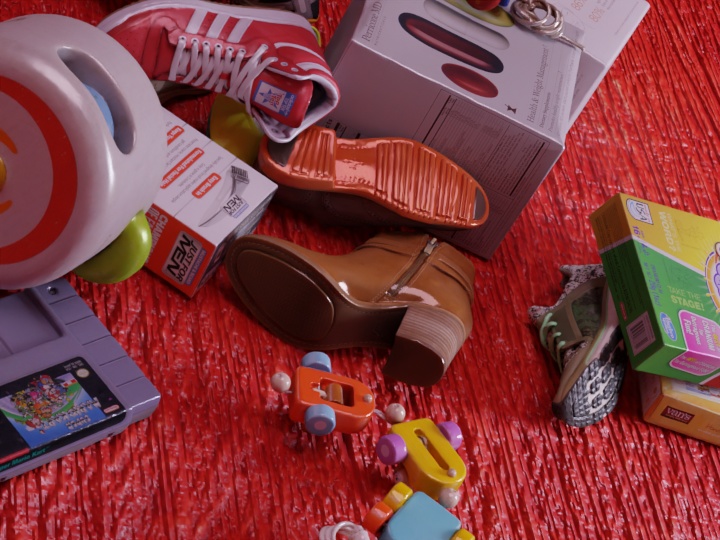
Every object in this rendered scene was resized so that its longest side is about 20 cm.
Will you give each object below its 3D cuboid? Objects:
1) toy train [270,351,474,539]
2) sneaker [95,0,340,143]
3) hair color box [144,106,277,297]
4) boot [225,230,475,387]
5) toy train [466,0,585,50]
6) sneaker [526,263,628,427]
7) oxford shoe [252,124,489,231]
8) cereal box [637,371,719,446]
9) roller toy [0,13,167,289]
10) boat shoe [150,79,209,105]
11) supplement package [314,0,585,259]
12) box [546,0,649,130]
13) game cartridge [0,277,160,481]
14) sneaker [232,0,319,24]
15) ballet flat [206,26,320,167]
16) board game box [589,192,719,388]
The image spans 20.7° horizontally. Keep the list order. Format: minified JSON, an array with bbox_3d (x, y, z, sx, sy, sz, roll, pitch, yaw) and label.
[{"bbox_3d":[0.005,0.153,1.428,0.150,0.056,0.200,12,39,-20],"label":"toy train"},{"bbox_3d":[-0.110,-0.158,1.571,0.200,0.071,0.113,-3,44,-27],"label":"sneaker"},{"bbox_3d":[-0.179,-0.078,1.549,0.200,0.064,0.111,34,37,6],"label":"hair color box"},{"bbox_3d":[0.000,0.000,1.572,0.200,0.077,0.155,23,34,1],"label":"boot"},{"bbox_3d":[0.132,-0.283,1.692,0.200,0.116,0.085,29,35,-3],"label":"toy train"},{"bbox_3d":[0.178,0.058,1.647,0.089,0.077,0.200,6,36,20],"label":"sneaker"},{"bbox_3d":[0.007,-0.068,1.639,0.200,0.073,0.071,16,57,-9],"label":"oxford shoe"},{"bbox_3d":[0.306,0.069,1.720,0.144,0.040,0.200,19,39,-15],"label":"cereal box"},{"bbox_3d":[-0.244,-0.085,1.401,0.200,0.183,0.140,16,20,12],"label":"roller toy"},{"bbox_3d":[-0.153,-0.190,1.683,0.071,0.065,0.200,39,39,10],"label":"boat shoe"},{"bbox_3d":[0.068,-0.153,1.721,0.200,0.147,0.191,25,39,-8],"label":"supplement package"},{"bbox_3d":[0.153,-0.244,1.905,0.200,0.106,0.152,34,39,4],"label":"box"},{"bbox_3d":[-0.247,0.080,1.360,0.130,0.038,0.200,44,40,23],"label":"game cartridge"},{"bbox_3d":[-0.083,-0.250,1.748,0.078,0.077,0.200,-20,11,-10],"label":"sneaker"},{"bbox_3d":[-0.077,-0.153,1.682,0.067,0.067,0.200,53,31,-22],"label":"ballet flat"},{"bbox_3d":[0.294,0.026,1.655,0.200,0.040,0.153,13,50,-35],"label":"board game box"}]
